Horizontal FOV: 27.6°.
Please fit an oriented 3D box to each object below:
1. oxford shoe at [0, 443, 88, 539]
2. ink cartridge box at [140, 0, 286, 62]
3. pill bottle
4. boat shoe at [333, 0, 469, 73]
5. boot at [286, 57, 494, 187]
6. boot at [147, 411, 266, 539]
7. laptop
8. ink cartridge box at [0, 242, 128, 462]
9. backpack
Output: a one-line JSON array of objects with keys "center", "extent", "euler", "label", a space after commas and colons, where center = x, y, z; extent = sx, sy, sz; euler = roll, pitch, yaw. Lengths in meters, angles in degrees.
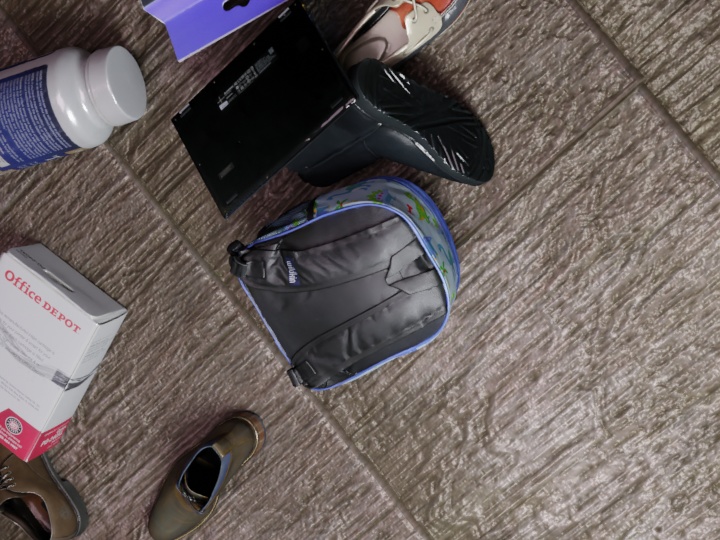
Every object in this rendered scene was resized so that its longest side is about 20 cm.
[{"center": [-0.408, 0.241, 1.726], "extent": [0.200, 0.084, 0.073], "euler": [45, 112, 9], "label": "oxford shoe"}, {"center": [-0.148, -0.342, 1.466], "extent": [0.196, 0.043, 0.203], "euler": [-25, 79, 26], "label": "ink cartridge box"}, {"center": [-0.340, -0.180, 1.614], "extent": [0.197, 0.111, 0.113], "euler": [-14, 95, 21], "label": "pill bottle"}, {"center": [0.041, -0.255, 1.493], "extent": [0.200, 0.062, 0.071], "euler": [-41, 83, 19], "label": "boat shoe"}, {"center": [0.018, -0.130, 1.512], "extent": [0.167, 0.199, 0.077], "euler": [-24, 46, 48], "label": "boot"}, {"center": [-0.193, 0.242, 1.641], "extent": [0.075, 0.097, 0.201], "euler": [42, 109, 8], "label": "boot"}, {"center": [-0.086, -0.180, 1.490], "extent": [0.187, 0.115, 0.201], "euler": [-40, 66, 21], "label": "laptop"}, {"center": [-0.378, 0.091, 1.688], "extent": [0.144, 0.083, 0.201], "euler": [35, 108, 11], "label": "ink cartridge box"}, {"center": [0.000, 0.000, 1.498], "extent": [0.198, 0.147, 0.185], "euler": [-22, 105, 25], "label": "backpack"}]
